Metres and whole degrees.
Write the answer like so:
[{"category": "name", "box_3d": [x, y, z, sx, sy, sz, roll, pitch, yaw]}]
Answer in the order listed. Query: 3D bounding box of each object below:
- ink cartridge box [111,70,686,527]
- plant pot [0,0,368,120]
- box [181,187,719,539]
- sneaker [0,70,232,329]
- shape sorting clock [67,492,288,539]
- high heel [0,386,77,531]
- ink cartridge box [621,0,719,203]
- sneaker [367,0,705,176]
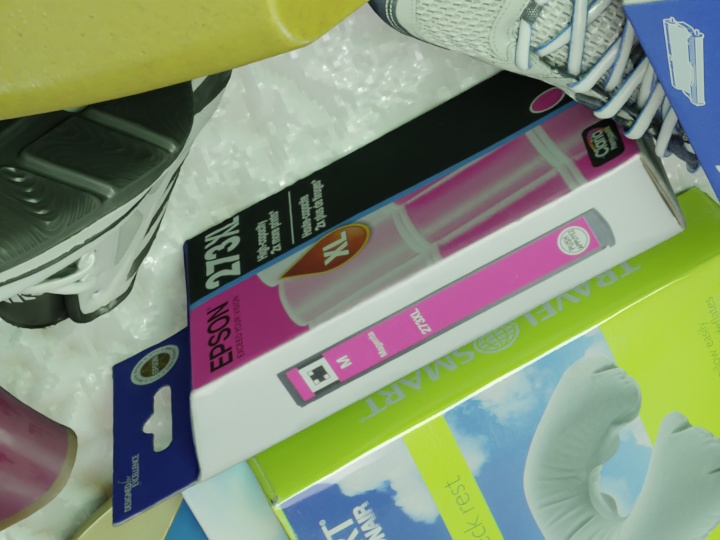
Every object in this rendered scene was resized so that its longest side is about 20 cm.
[{"category": "ink cartridge box", "box_3d": [0.000, 0.000, 0.785, 0.200, 0.095, 0.037, -30, 118, 12]}, {"category": "plant pot", "box_3d": [-0.055, -0.151, 0.594, 0.176, 0.200, 0.200, 12, 129, 38]}, {"category": "box", "box_3d": [0.055, 0.073, 0.839, 0.200, 0.048, 0.122, -29, 119, -4]}, {"category": "sneaker", "box_3d": [-0.088, -0.012, 0.717, 0.075, 0.201, 0.116, 23, 124, 9]}, {"category": "shape sorting clock", "box_3d": [-0.025, 0.144, 0.897, 0.199, 0.039, 0.201, -6, 116, -13]}, {"category": "high heel", "box_3d": [-0.188, 0.073, 0.807, 0.200, 0.068, 0.096, -34, 129, 28]}, {"category": "ink cartridge box", "box_3d": [0.143, -0.098, 0.691, 0.044, 0.200, 0.094, -5, 128, 38]}, {"category": "sneaker", "box_3d": [0.088, -0.072, 0.714, 0.200, 0.085, 0.077, 3, 135, -38]}]
